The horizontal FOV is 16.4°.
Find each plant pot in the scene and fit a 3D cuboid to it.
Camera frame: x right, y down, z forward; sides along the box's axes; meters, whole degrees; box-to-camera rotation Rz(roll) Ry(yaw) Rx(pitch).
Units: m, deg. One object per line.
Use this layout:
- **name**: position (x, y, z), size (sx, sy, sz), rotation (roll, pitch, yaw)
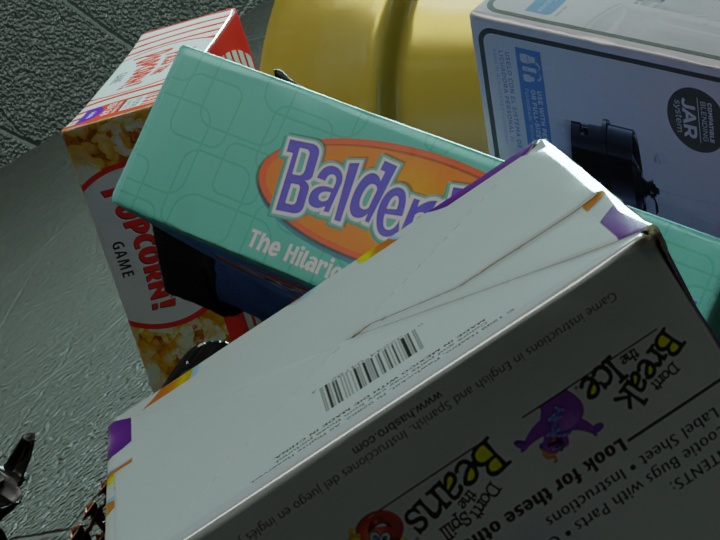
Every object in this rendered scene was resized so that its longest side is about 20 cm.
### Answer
- **plant pot**: position (0.090, -0.065, 1.015), size (0.188, 0.202, 0.201), rotation (-1, 31, 40)

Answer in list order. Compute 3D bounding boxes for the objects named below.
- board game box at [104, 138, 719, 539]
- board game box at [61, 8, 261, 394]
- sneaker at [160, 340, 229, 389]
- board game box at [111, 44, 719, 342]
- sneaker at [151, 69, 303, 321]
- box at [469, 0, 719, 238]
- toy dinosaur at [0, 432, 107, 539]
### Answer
- **board game box**: position (0.051, 0.093, 0.452), size (0.105, 0.201, 0.103), rotation (-32, 12, 1)
- **board game box**: position (-0.052, 0.011, 1.006), size (0.046, 0.201, 0.152), rotation (-15, 17, 12)
- **sneaker**: position (0.009, 0.074, 0.768), size (0.200, 0.091, 0.076), rotation (21, 82, 57)
- **board game box**: position (0.051, 0.015, 0.631), size (0.151, 0.200, 0.045), rotation (22, 86, 29)
- **sneaker**: position (0.001, -0.001, 0.808), size (0.077, 0.111, 0.200), rotation (-61, -29, -3)
- **box**: position (0.134, -0.021, 0.700), size (0.199, 0.117, 0.060), rotation (17, 42, 33)
- **toy dinosaur**: position (-0.123, 0.134, 0.899), size (0.101, 0.136, 0.201), rotation (4, 50, -5)
